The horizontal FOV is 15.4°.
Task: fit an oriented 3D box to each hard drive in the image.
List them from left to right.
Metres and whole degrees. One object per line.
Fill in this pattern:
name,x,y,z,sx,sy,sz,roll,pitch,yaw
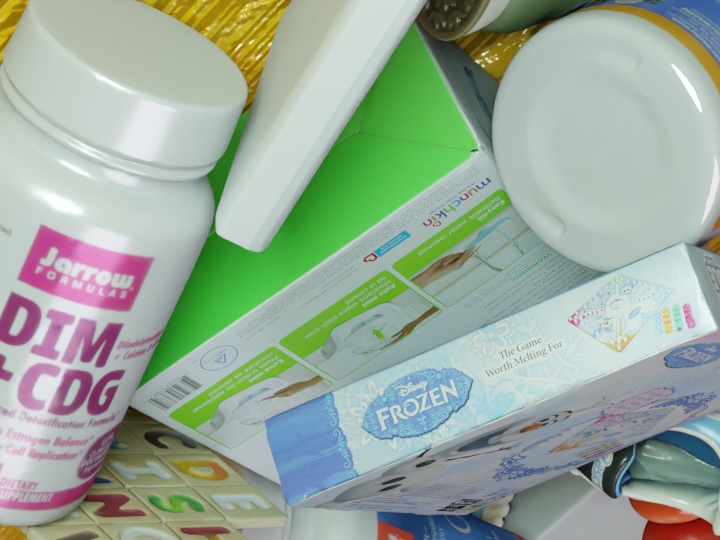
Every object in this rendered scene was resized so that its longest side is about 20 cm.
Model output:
hard drive,0.004,-0.113,1.024,0.027,0.132,0.200,25,139,-10

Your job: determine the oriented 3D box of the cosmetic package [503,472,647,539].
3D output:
cosmetic package,0.156,0.090,1.481,0.112,0.081,0.200,16,131,-46

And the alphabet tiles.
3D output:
alphabet tiles,-0.134,0.084,1.182,0.166,0.200,0.008,3,110,-36

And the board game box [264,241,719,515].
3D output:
board game box,0.088,0.052,1.161,0.198,0.044,0.200,-23,166,20

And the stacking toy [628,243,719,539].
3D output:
stacking toy,0.157,0.076,1.365,0.085,0.085,0.201,-20,112,-7

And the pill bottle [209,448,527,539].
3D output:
pill bottle,-0.005,0.160,1.366,0.199,0.113,0.112,24,126,-34

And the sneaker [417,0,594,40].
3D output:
sneaker,0.101,-0.173,1.084,0.089,0.067,0.200,-5,143,-43

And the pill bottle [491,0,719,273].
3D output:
pill bottle,0.152,-0.078,1.161,0.200,0.112,0.112,-28,161,-52

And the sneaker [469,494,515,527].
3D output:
sneaker,0.049,0.082,1.401,0.089,0.079,0.201,-1,139,-23

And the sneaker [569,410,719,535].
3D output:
sneaker,0.107,0.067,1.291,0.073,0.199,0.072,-50,154,-47

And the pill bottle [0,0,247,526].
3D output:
pill bottle,-0.127,-0.006,1.087,0.113,0.113,0.201,6,120,-39

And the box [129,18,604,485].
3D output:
box,0.000,0.000,1.228,0.199,0.097,0.176,-35,147,16
